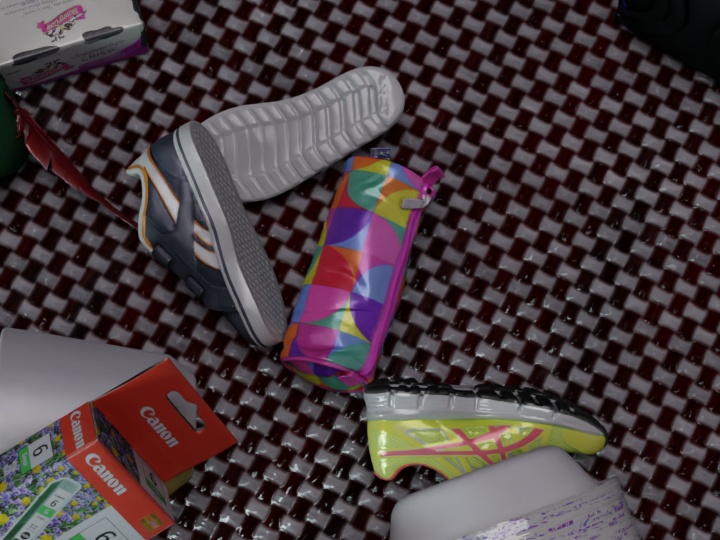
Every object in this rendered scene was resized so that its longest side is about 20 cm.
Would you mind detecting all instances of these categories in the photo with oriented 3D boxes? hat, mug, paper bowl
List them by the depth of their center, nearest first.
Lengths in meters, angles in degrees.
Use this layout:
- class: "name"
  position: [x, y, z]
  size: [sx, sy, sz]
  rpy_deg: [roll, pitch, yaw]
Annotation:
- class: "paper bowl"
  position: [0.102, 0.199, 1.347]
  size: [0.201, 0.201, 0.104]
  rpy_deg: [-18, 83, -6]
- class: "mug"
  position: [-0.210, 0.136, 1.427]
  size: [0.153, 0.187, 0.149]
  rpy_deg: [2, 39, -9]
- class: "hat"
  position: [-0.292, -0.122, 1.541]
  size: [0.176, 0.166, 0.200]
  rpy_deg: [1, 83, -40]

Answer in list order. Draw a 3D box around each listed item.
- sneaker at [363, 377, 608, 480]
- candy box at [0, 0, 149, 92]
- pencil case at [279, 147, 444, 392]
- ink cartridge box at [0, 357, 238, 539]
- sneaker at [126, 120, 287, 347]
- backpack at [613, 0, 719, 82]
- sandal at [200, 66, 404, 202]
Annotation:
- class: "sneaker"
  position: [0.098, 0.139, 1.448]
  size: [0.200, 0.078, 0.090]
  rpy_deg: [5, 95, -2]
- class: "candy box"
  position: [-0.278, -0.269, 1.580]
  size: [0.136, 0.061, 0.200]
  rpy_deg: [-17, 72, -6]
- class: "pencil case"
  position: [0.000, 0.000, 1.479]
  size: [0.088, 0.088, 0.200]
  rpy_deg: [17, 75, 6]
- class: "ink cartridge box"
  position: [-0.196, 0.159, 1.332]
  size: [0.200, 0.109, 0.050]
  rpy_deg: [-31, 37, 6]
- class: "sneaker"
  position: [-0.128, -0.018, 1.488]
  size: [0.079, 0.078, 0.200]
  rpy_deg: [-27, 76, 15]
- class: "backpack"
  position: [0.314, -0.271, 1.508]
  size: [0.162, 0.200, 0.168]
  rpy_deg: [26, 74, 9]
- class: "sandal"
  position: [-0.056, -0.111, 1.536]
  size: [0.203, 0.050, 0.082]
  rpy_deg: [-18, 88, 6]
